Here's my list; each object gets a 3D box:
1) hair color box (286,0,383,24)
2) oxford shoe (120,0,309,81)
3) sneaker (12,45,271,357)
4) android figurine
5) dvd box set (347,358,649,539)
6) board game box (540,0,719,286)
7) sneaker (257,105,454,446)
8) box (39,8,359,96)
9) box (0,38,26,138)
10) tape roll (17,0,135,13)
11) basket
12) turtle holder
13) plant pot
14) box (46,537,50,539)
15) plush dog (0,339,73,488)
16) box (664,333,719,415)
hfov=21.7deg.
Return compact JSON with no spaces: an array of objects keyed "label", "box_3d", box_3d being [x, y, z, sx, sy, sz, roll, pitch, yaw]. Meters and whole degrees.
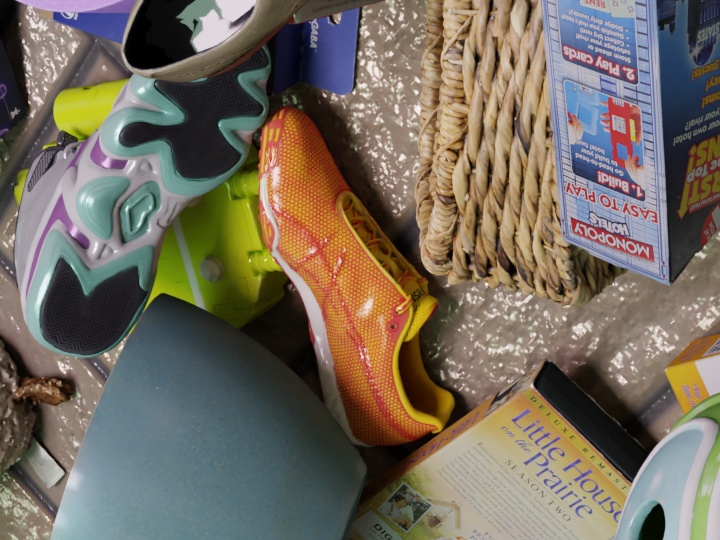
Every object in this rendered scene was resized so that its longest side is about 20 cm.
[{"label":"hair color box","box_3d":[-0.023,-0.225,0.875,0.064,0.111,0.200,13,112,31]},{"label":"oxford shoe","box_3d":[-0.026,-0.149,0.794,0.070,0.075,0.200,42,111,-2]},{"label":"sneaker","box_3d":[-0.133,-0.062,1.017,0.200,0.078,0.140,-55,30,4]},{"label":"android figurine","box_3d":[-0.118,-0.024,1.096,0.200,0.041,0.182,-1,110,38]},{"label":"dvd box set","box_3d":[0.084,0.147,1.023,0.146,0.029,0.200,43,131,-7]},{"label":"board game box","box_3d":[0.146,-0.107,0.773,0.062,0.200,0.200,27,126,38]},{"label":"sneaker","box_3d":[0.000,0.000,1.018,0.077,0.073,0.200,-13,111,23]},{"label":"box","box_3d":[-0.090,-0.171,1.013,0.200,0.032,0.121,20,121,25]},{"label":"box","box_3d":[-0.283,-0.132,1.059,0.079,0.141,0.200,17,141,27]},{"label":"tape roll","box_3d":[-0.131,-0.232,0.958,0.200,0.066,0.201,4,98,30]},{"label":"basket","box_3d":[0.061,-0.097,0.868,0.149,0.143,0.200,18,120,27]},{"label":"turtle holder","box_3d":[0.168,0.137,0.862,0.185,0.132,0.141,-25,98,40]},{"label":"plant pot","box_3d":[-0.074,0.128,0.996,0.135,0.200,0.200,19,123,4]},{"label":"box","box_3d":[-0.112,0.247,1.177,0.128,0.109,0.200,-8,107,38]},{"label":"plush dog","box_3d":[-0.293,0.106,1.196,0.160,0.172,0.200,3,113,34]},{"label":"box","box_3d":[0.254,0.070,0.880,0.200,0.041,0.119,-19,100,42]}]
